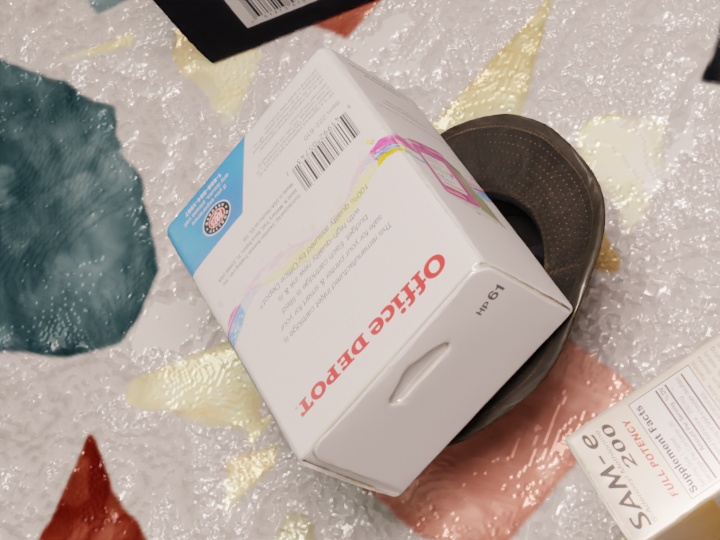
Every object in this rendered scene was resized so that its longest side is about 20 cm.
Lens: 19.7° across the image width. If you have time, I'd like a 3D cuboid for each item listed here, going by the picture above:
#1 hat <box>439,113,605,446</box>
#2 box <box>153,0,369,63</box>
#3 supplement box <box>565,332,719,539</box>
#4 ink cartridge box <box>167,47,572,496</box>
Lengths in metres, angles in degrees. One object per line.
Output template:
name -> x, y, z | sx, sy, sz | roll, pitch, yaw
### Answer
hat -> 0.071, 0.018, 1.162 | 0.201, 0.081, 0.201 | -21, 56, 35
box -> -0.068, -0.260, 1.342 | 0.148, 0.104, 0.200 | -21, 60, 14
supplement box -> 0.216, 0.076, 1.044 | 0.200, 0.126, 0.074 | -35, 59, 5
ink cartridge box -> 0.000, 0.000, 1.116 | 0.145, 0.085, 0.200 | -48, 44, 15
